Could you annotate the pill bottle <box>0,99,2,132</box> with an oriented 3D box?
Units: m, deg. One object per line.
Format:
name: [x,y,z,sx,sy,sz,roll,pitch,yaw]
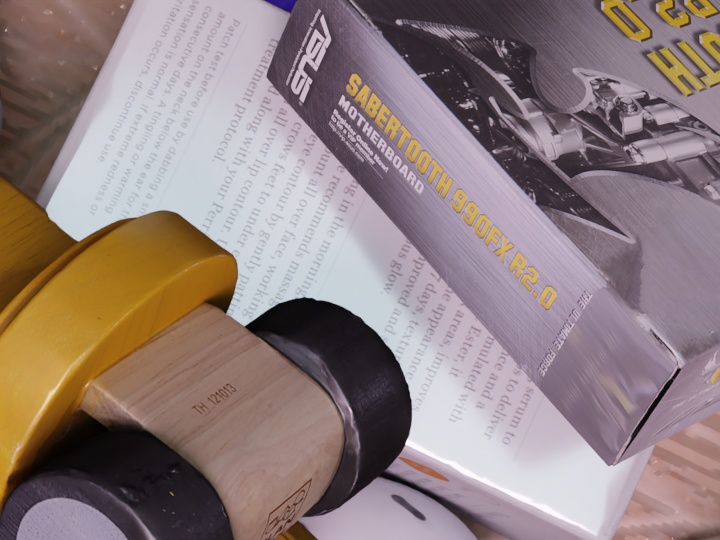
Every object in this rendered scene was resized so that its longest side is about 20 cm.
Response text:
pill bottle: [-0.181,-0.084,0.875,0.115,0.116,0.201,-8,91,-2]

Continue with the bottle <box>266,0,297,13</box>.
bottle: [0.045,-0.134,0.890,0.199,0.084,0.065,-19,104,5]

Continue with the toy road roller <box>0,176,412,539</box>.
toy road roller: [-0.092,0.066,0.749,0.146,0.123,0.200,38,129,14]

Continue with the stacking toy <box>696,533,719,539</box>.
stacking toy: [0.137,0.137,0.848,0.085,0.200,0.086,0,91,-3]

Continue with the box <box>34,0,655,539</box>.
box: [0.000,0.000,0.861,0.199,0.152,0.107,26,82,-3]

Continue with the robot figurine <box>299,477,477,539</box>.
robot figurine: [-0.015,0.167,0.880,0.150,0.125,0.201,2,91,-5]

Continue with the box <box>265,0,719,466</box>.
box: [0.095,-0.044,0.784,0.200,0.048,0.158,-21,61,-40]
